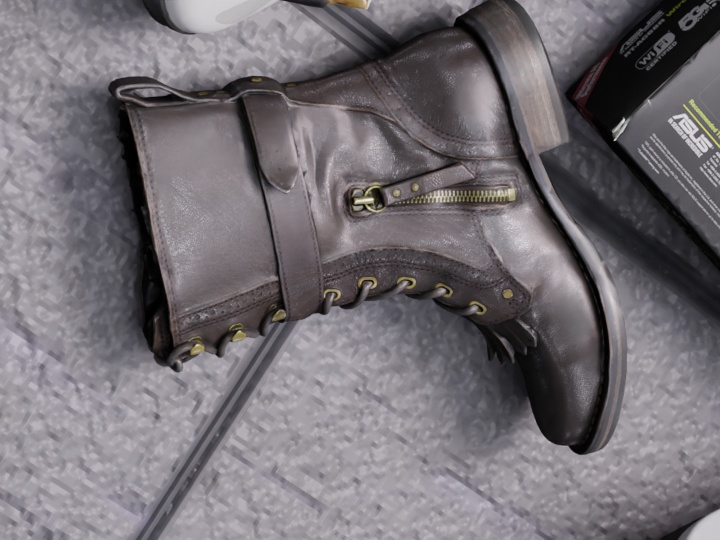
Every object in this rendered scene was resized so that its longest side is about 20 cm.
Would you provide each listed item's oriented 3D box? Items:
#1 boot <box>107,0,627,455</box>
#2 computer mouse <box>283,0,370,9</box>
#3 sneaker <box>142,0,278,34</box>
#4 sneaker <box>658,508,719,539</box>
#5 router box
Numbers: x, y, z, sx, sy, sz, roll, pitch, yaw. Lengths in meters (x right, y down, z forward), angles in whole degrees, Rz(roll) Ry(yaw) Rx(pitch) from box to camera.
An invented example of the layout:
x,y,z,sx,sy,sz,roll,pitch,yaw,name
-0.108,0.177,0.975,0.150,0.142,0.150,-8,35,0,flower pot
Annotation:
x,y,z,sx,sy,sz,roll,pitch,yaw,name
0.000,0.000,1.086,0.174,0.069,0.201,-20,105,-14,boot
-0.017,-0.176,0.989,0.109,0.044,0.201,10,56,11,computer mouse
0.020,-0.140,1.021,0.200,0.115,0.076,-41,142,-13,sneaker
0.170,0.124,1.180,0.200,0.099,0.071,-8,74,-42,sneaker
0.201,-0.049,1.145,0.150,0.062,0.200,-43,114,2,router box
